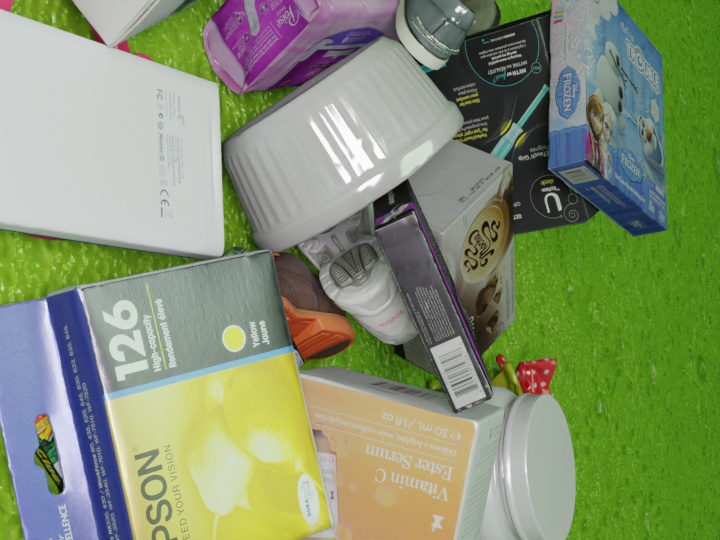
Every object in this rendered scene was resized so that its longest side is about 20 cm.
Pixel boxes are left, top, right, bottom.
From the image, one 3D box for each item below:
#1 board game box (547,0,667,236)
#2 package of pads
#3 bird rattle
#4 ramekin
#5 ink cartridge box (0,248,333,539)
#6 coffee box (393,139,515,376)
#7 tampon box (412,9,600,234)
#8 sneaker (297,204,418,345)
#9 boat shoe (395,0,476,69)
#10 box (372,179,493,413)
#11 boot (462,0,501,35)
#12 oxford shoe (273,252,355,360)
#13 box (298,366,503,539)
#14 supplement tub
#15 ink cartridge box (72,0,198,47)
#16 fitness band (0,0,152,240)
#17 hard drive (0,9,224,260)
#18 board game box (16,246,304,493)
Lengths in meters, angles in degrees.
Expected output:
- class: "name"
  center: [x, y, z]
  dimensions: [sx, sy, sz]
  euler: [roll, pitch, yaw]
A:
- class: "board game box"
  center: [0.245, -0.161, 1.050]
  dimensions: [0.199, 0.043, 0.202]
  euler: [25, 62, -50]
- class: "package of pads"
  center: [-0.034, -0.218, 0.932]
  dimensions: [0.076, 0.120, 0.199]
  euler: [57, 34, 7]
- class: "bird rattle"
  center: [0.146, 0.173, 1.178]
  dimensions: [0.200, 0.111, 0.166]
  euler: [15, 81, -68]
- class: "ramekin"
  center: [-0.023, -0.107, 0.871]
  dimensions: [0.095, 0.201, 0.203]
  euler: [56, 39, -12]
- class: "ink cartridge box"
  center: [-0.127, 0.100, 0.699]
  dimensions: [0.198, 0.047, 0.201]
  euler: [-13, 91, -36]
- class: "coffee box"
  center: [0.086, -0.005, 1.020]
  dimensions: [0.113, 0.079, 0.202]
  euler: [-42, 142, -31]
- class: "tampon box"
  center: [0.165, -0.151, 1.102]
  dimensions: [0.126, 0.148, 0.203]
  euler: [-33, 110, -53]
- class: "sneaker"
  center: [0.000, 0.000, 0.923]
  dimensions: [0.100, 0.077, 0.201]
  euler: [56, 9, -32]
- class: "boat shoe"
  center: [0.066, -0.254, 0.922]
  dimensions: [0.072, 0.062, 0.202]
  euler: [29, 38, -26]
- class: "box"
  center: [0.050, 0.005, 0.818]
  dimensions: [0.200, 0.036, 0.145]
  euler: [-85, 151, -75]
- class: "boot"
  center: [0.091, -0.298, 1.197]
  dimensions: [0.131, 0.067, 0.201]
  euler: [59, 40, -29]
- class: "oxford shoe"
  center: [-0.081, 0.021, 0.875]
  dimensions: [0.199, 0.071, 0.074]
  euler: [27, 40, -56]
- class: "box"
  center: [0.011, 0.189, 0.807]
  dimensions: [0.106, 0.150, 0.203]
  euler: [8, 93, -72]
- class: "supplement tub"
  center: [0.073, 0.176, 0.928]
  dimensions: [0.145, 0.197, 0.148]
  euler: [23, 63, -58]
- class: "ink cartridge box"
  center: [-0.149, -0.265, 0.761]
  dimensions: [0.147, 0.084, 0.200]
  euler: [51, 36, -8]
- class: "fitness band"
  center: [-0.208, -0.119, 0.729]
  dimensions: [0.143, 0.037, 0.203]
  euler: [22, 64, -50]
- class: "hard drive"
  center: [-0.171, -0.084, 0.719]
  dimensions: [0.199, 0.025, 0.134]
  euler: [9, 74, -53]
- class: "board game box"
  center: [-0.132, 0.081, 0.747]
  dimensions: [0.200, 0.023, 0.106]
  euler: [-41, 113, -31]
